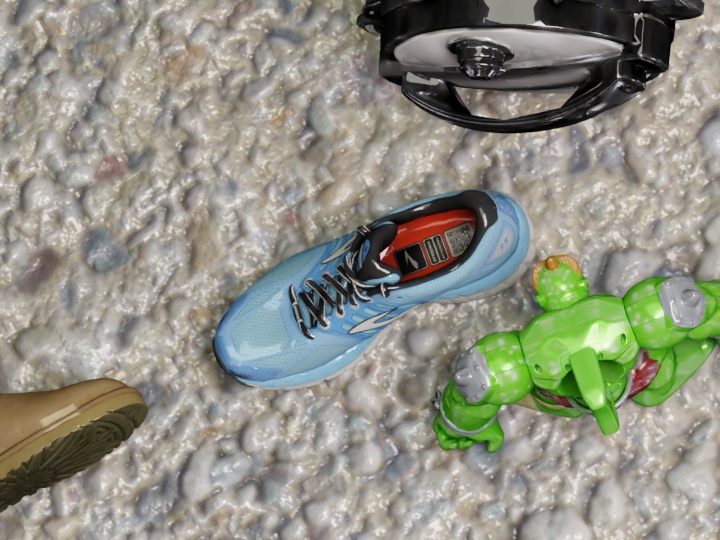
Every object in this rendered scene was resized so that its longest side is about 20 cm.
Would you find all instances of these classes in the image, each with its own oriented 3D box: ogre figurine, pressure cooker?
[{"bbox_3d":[0.130,0.046,1.593,0.199,0.120,0.099,-1,77,12],"label":"ogre figurine"},{"bbox_3d":[0.093,-0.177,1.620,0.178,0.176,0.201,6,80,-15],"label":"pressure cooker"}]

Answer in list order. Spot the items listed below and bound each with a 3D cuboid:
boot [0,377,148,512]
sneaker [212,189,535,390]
[{"bbox_3d":[-0.242,0.043,1.708,0.175,0.066,0.200,-29,71,5],"label":"boot"},{"bbox_3d":[0.000,0.000,1.648,0.199,0.090,0.079,-28,72,6],"label":"sneaker"}]
